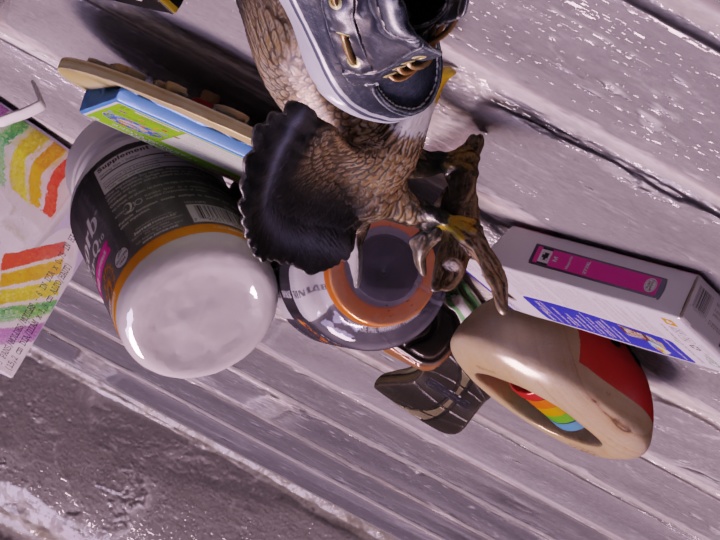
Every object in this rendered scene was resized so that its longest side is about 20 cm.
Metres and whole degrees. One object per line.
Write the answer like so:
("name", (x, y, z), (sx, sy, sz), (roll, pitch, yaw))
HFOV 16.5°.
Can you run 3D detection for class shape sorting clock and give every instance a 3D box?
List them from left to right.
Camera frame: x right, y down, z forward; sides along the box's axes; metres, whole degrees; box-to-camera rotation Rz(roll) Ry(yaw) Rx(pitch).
("shape sorting clock", (-0.107, -0.099, 1.652), (0.199, 0.039, 0.200), (21, 173, 3))

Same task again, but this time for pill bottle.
("pill bottle", (-0.139, -0.024, 1.749), (0.116, 0.116, 0.200), (36, -166, -38))
("pill bottle", (0.000, 0.000, 1.664), (0.106, 0.107, 0.200), (28, 176, -7))

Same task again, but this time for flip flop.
("flip flop", (0.074, 0.082, 2.064), (0.081, 0.058, 0.200), (33, 153, -5))

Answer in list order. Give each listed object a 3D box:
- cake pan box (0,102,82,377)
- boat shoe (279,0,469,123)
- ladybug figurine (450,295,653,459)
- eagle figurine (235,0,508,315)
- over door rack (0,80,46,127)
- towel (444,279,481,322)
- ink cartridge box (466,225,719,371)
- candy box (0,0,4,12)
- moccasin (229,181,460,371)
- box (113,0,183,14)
("cake pan box", (-0.321, -0.034, 2.069), (0.184, 0.201, 0.052), (36, 170, -31))
("boat shoe", (0.017, -0.120, 1.227), (0.091, 0.071, 0.200), (25, 167, 30))
("ladybug figurine", (0.146, 0.073, 1.790), (0.135, 0.072, 0.200), (17, 164, 40))
("eagle figurine", (-0.008, -0.071, 1.397), (0.199, 0.152, 0.152), (21, -176, -33))
("over door rack", (-0.292, -0.180, 1.531), (0.200, 0.066, 0.148), (51, 180, 24))
("towel", (0.012, 0.006, 1.931), (0.199, 0.024, 0.153), (22, 168, 25))
("ink cartridge box", (0.156, 0.016, 1.614), (0.199, 0.037, 0.095), (14, 163, 41))
("candy box", (-0.351, -0.185, 1.787), (0.167, 0.072, 0.200), (29, 169, -8))
("moccasin", (-0.014, -0.001, 1.816), (0.201, 0.074, 0.078), (33, 169, -5))
("box", (-0.203, -0.215, 1.383), (0.199, 0.050, 0.160), (17, 163, 42))
